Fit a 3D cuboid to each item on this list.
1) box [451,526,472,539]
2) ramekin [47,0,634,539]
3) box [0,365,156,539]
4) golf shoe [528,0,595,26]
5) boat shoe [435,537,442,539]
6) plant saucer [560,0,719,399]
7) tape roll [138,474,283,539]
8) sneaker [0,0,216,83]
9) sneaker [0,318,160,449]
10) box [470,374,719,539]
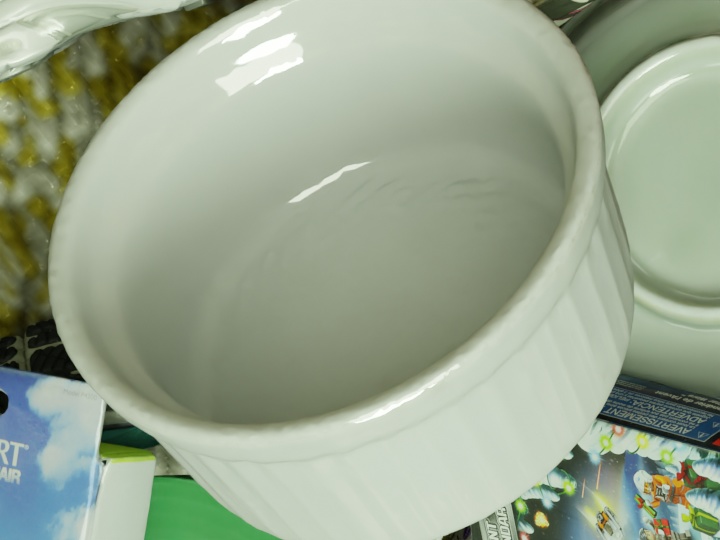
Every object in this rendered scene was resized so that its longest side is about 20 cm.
[{"bbox_3d":[0.027,0.184,1.026,0.041,0.039,0.201,24,101,-7],"label":"box"},{"bbox_3d":[0.000,0.000,0.877,0.200,0.201,0.098,-24,138,6],"label":"ramekin"},{"bbox_3d":[-0.146,0.132,0.912,0.121,0.048,0.201,9,91,24],"label":"box"},{"bbox_3d":[0.056,-0.120,0.936,0.200,0.088,0.077,-38,101,10],"label":"golf shoe"},{"bbox_3d":[-0.012,0.135,0.987,0.072,0.068,0.201,12,78,40],"label":"boat shoe"},{"bbox_3d":[0.137,-0.031,0.928,0.199,0.050,0.201,-4,80,19],"label":"plant saucer"},{"bbox_3d":[-0.068,0.176,0.928,0.199,0.048,0.202,-2,85,22],"label":"tape roll"},{"bbox_3d":[-0.098,-0.138,0.940,0.199,0.078,0.100,-20,98,4],"label":"sneaker"},{"bbox_3d":[-0.140,0.075,0.997,0.199,0.078,0.080,-19,116,12],"label":"sneaker"},{"bbox_3d":[0.105,0.138,0.933,0.040,0.137,0.201,-25,116,-39],"label":"box"}]
